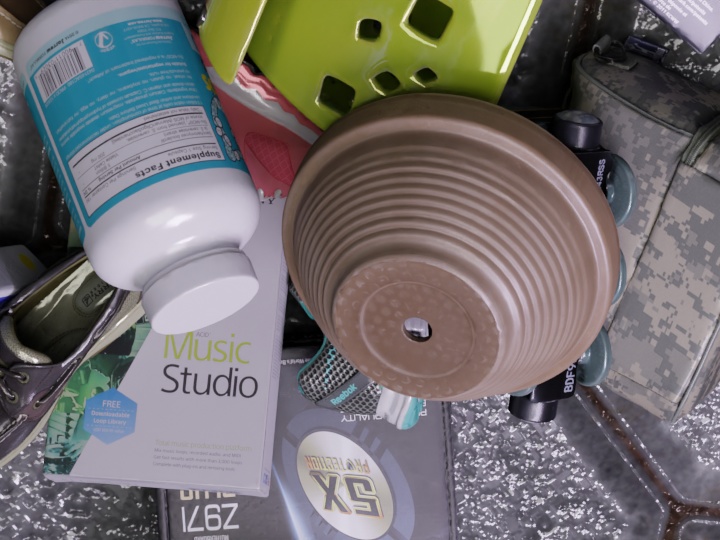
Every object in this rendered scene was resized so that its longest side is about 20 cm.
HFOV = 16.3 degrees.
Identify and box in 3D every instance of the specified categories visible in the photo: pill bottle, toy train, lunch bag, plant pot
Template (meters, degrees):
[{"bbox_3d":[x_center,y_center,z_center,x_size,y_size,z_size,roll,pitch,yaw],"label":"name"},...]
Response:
[{"bbox_3d":[-0.128,-0.066,1.507,0.110,0.111,0.201,-26,72,8],"label":"pill bottle"},{"bbox_3d":[0.106,-0.010,1.556,0.085,0.114,0.202,-6,113,-33],"label":"toy train"},{"bbox_3d":[0.184,-0.030,1.615,0.167,0.139,0.201,27,114,14],"label":"lunch bag"},{"bbox_3d":[0.044,0.007,1.437,0.199,0.093,0.202,8,127,11],"label":"plant pot"},{"bbox_3d":[0.012,-0.190,1.499,0.180,0.200,0.200,21,114,-7],"label":"plant pot"}]

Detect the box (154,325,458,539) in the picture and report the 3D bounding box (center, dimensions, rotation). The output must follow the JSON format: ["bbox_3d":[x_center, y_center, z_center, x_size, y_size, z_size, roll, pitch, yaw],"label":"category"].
[{"bbox_3d":[-0.038,0.126,1.673,0.198,0.086,0.165,-3,95,-2],"label":"box"}]

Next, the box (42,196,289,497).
[{"bbox_3d":[-0.121,0.040,1.605,0.143,0.036,0.202,3,77,8],"label":"box"}]

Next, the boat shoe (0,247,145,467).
[{"bbox_3d":[-0.208,0.050,1.564,0.201,0.066,0.072,-45,72,-3],"label":"boat shoe"}]

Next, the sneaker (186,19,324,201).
[{"bbox_3d":[-0.052,-0.073,1.584,0.200,0.074,0.087,37,106,14],"label":"sneaker"}]

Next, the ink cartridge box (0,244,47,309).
[{"bbox_3d":[-0.293,0.060,1.610,0.197,0.200,0.047,-42,84,14],"label":"ink cartridge box"}]

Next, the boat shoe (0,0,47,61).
[{"bbox_3d":[-0.255,-0.209,1.532,0.066,0.074,0.200,-40,112,20],"label":"boat shoe"}]

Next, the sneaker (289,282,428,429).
[{"bbox_3d":[0.000,0.000,1.605,0.090,0.202,0.078,2,160,4],"label":"sneaker"}]

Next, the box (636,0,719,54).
[{"bbox_3d":[0.229,-0.252,1.521,0.106,0.122,0.200,39,107,-19],"label":"box"}]
